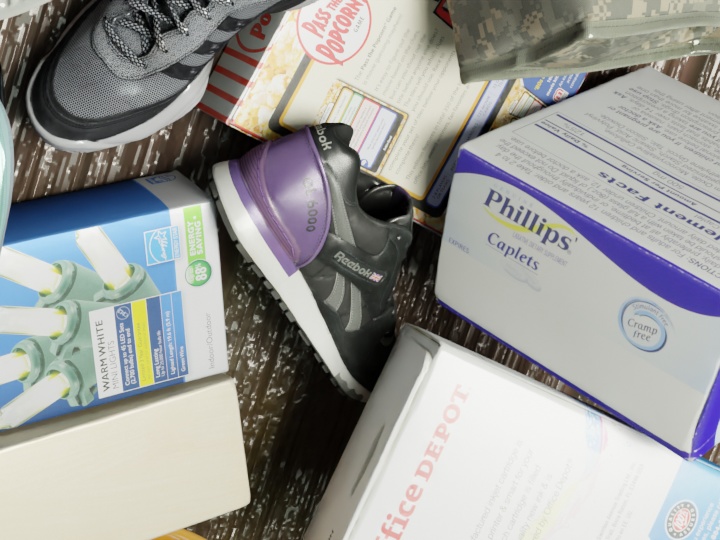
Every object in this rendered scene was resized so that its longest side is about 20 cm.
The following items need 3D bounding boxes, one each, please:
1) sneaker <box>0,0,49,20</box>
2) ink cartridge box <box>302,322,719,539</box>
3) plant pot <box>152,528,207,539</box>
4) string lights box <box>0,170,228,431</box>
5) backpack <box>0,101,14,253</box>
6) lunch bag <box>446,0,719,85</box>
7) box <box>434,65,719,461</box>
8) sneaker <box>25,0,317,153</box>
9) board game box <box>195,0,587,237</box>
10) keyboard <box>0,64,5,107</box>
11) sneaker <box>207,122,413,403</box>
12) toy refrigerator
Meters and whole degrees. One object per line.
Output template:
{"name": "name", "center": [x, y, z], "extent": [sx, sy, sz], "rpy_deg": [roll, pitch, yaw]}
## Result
{"name": "sneaker", "center": [-0.134, -0.198, 0.708], "extent": [0.200, 0.105, 0.075], "rpy_deg": [-35, 118, 16]}
{"name": "ink cartridge box", "center": [0.087, 0.135, 0.835], "extent": [0.200, 0.085, 0.145], "rpy_deg": [25, 92, -15]}
{"name": "plant pot", "center": [-0.148, 0.266, 0.813], "extent": [0.200, 0.200, 0.183], "rpy_deg": [-11, 128, -27]}
{"name": "string lights box", "center": [-0.173, 0.022, 0.771], "extent": [0.200, 0.059, 0.103], "rpy_deg": [-14, 116, -25]}
{"name": "backpack", "center": [-0.231, -0.043, 0.599], "extent": [0.153, 0.176, 0.200], "rpy_deg": [-25, 148, -40]}
{"name": "lunch bag", "center": [0.138, -0.195, 0.812], "extent": [0.200, 0.118, 0.164], "rpy_deg": [-11, 89, -38]}
{"name": "box", "center": [0.175, -0.014, 0.851], "extent": [0.200, 0.184, 0.105], "rpy_deg": [-25, 137, -43]}
{"name": "sneaker", "center": [-0.085, -0.136, 0.716], "extent": [0.200, 0.114, 0.076], "rpy_deg": [-37, 84, -2]}
{"name": "board game box", "center": [0.028, -0.113, 0.849], "extent": [0.200, 0.046, 0.152], "rpy_deg": [27, 94, -35]}
{"name": "keyboard", "center": [-0.267, -0.084, 0.701], "extent": [0.200, 0.040, 0.104], "rpy_deg": [-15, 138, -27]}
{"name": "sneaker", "center": [0.000, 0.000, 0.829], "extent": [0.088, 0.076, 0.200], "rpy_deg": [-27, 137, 7]}
{"name": "toy refrigerator", "center": [-0.164, 0.111, 0.793], "extent": [0.200, 0.070, 0.076], "rpy_deg": [-16, 107, -31]}
